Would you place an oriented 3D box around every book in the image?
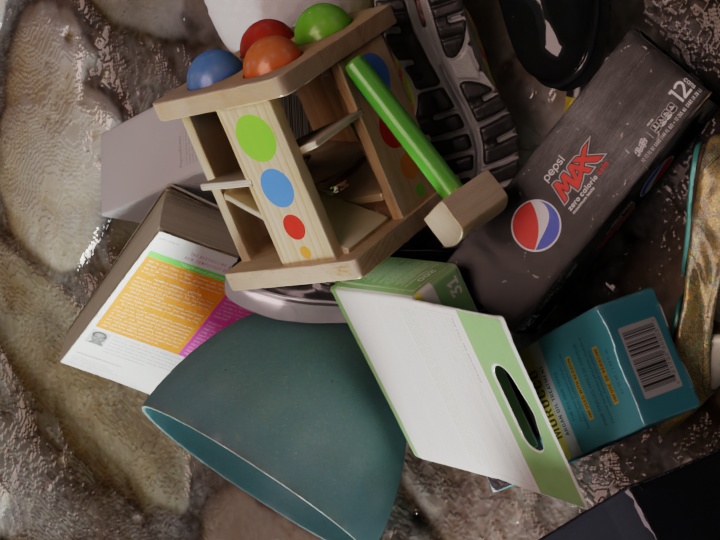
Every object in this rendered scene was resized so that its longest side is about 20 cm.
[{"bbox_3d":[-0.135,0.032,1.362,0.200,0.133,0.048,-48,27,42],"label":"book"}]

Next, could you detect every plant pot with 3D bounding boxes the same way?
[{"bbox_3d":[-0.042,0.101,1.292,0.199,0.200,0.135,24,75,34],"label":"plant pot"}]

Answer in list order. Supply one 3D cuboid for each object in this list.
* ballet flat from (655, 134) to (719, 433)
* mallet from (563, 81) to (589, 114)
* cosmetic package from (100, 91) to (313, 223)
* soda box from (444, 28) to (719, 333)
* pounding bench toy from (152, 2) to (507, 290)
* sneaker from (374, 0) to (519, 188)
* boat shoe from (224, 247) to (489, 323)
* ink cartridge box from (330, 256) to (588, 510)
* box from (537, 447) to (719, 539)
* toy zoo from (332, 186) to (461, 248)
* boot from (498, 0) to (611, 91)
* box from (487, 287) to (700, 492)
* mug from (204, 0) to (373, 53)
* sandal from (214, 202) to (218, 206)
[{"bbox_3d":[0.231,0.015,1.122,0.070,0.070,0.202,17,106,36],"label":"ballet flat"},{"bbox_3d":[0.138,-0.111,1.199,0.065,0.041,0.202,4,94,33],"label":"mallet"},{"bbox_3d":[-0.103,-0.091,1.332,0.199,0.101,0.072,-19,69,45],"label":"cosmetic package"},{"bbox_3d":[0.144,-0.056,1.141,0.071,0.063,0.200,42,102,16],"label":"soda box"},{"bbox_3d":[-0.010,-0.091,1.136,0.199,0.124,0.157,-5,114,44],"label":"pounding bench toy"},{"bbox_3d":[0.065,-0.125,1.234,0.077,0.090,0.202,-12,101,7],"label":"sneaker"},{"bbox_3d":[0.000,0.000,1.243,0.198,0.070,0.067,8,114,15],"label":"boat shoe"},{"bbox_3d":[0.074,0.068,1.133,0.199,0.048,0.146,7,127,57],"label":"ink cartridge box"},{"bbox_3d":[0.167,0.207,1.119,0.200,0.181,0.105,-39,72,36],"label":"box"},{"bbox_3d":[0.016,-0.010,1.318,0.199,0.020,0.132,24,110,35],"label":"toy zoo"},{"bbox_3d":[0.078,-0.224,1.121,0.073,0.161,0.200,-24,61,45],"label":"boot"},{"bbox_3d":[0.139,0.083,1.166,0.200,0.049,0.083,-39,70,59],"label":"box"},{"bbox_3d":[-0.064,-0.251,1.285,0.199,0.146,0.177,19,111,56],"label":"mug"},{"bbox_3d":[-0.114,0.001,1.399,0.082,0.050,0.203,29,138,-14],"label":"sandal"}]
